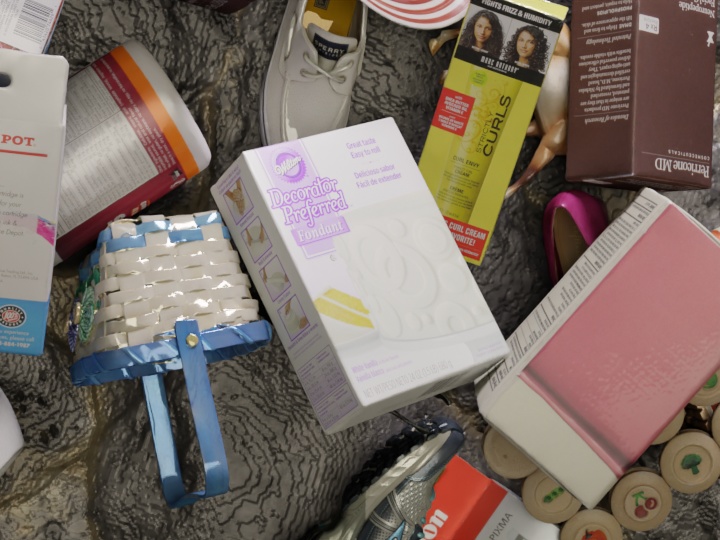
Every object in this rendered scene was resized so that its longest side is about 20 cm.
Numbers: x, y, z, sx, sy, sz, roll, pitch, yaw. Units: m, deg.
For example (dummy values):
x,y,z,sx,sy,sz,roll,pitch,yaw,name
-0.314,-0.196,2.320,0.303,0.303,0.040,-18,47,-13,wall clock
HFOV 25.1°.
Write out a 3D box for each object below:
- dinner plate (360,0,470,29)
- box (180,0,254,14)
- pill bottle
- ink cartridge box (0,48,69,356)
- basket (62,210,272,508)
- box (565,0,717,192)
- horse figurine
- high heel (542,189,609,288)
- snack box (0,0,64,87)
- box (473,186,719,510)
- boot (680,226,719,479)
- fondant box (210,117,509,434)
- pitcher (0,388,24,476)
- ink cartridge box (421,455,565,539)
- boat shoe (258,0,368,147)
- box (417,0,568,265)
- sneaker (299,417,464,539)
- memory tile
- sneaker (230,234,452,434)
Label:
x,y,z,sx,sy,sz,roll,pitch,yaw,name
0.021,-0.272,1.202,0.199,0.024,0.202,14,67,-37,dinner plate
-0.156,-0.289,1.132,0.198,0.166,0.166,14,92,-12,box
-0.217,-0.071,1.165,0.199,0.110,0.110,-34,100,-7,pill bottle
-0.255,-0.054,1.065,0.114,0.068,0.202,6,106,-10,ink cartridge box
-0.138,0.068,1.165,0.138,0.176,0.202,-14,82,-20,basket
0.216,-0.164,1.238,0.099,0.075,0.202,4,89,-41,box
0.131,-0.145,1.263,0.131,0.050,0.202,-22,101,-2,horse figurine
0.174,0.038,1.257,0.067,0.096,0.202,-11,89,24,high heel
-0.308,-0.187,1.105,0.198,0.169,0.068,20,82,-13,snack box
0.186,0.052,1.164,0.109,0.128,0.200,40,97,-3,box
0.288,0.065,1.302,0.106,0.075,0.202,-20,97,-14,boot
0.000,0.000,1.161,0.143,0.058,0.201,-17,73,-38,fondant box
-0.324,0.071,1.149,0.200,0.121,0.172,42,94,-2,pitcher
0.090,0.254,1.287,0.199,0.057,0.163,36,87,-17,ink cartridge box
-0.029,-0.165,1.217,0.070,0.070,0.202,14,91,-12,boat shoe
0.090,-0.111,1.215,0.075,0.050,0.202,20,113,4,box
0.020,0.202,1.254,0.086,0.078,0.200,41,96,-7,sneaker
0.207,0.126,1.251,0.199,0.017,0.154,-38,99,7,memory tile
-0.023,0.043,1.217,0.200,0.104,0.060,42,86,-12,sneaker
